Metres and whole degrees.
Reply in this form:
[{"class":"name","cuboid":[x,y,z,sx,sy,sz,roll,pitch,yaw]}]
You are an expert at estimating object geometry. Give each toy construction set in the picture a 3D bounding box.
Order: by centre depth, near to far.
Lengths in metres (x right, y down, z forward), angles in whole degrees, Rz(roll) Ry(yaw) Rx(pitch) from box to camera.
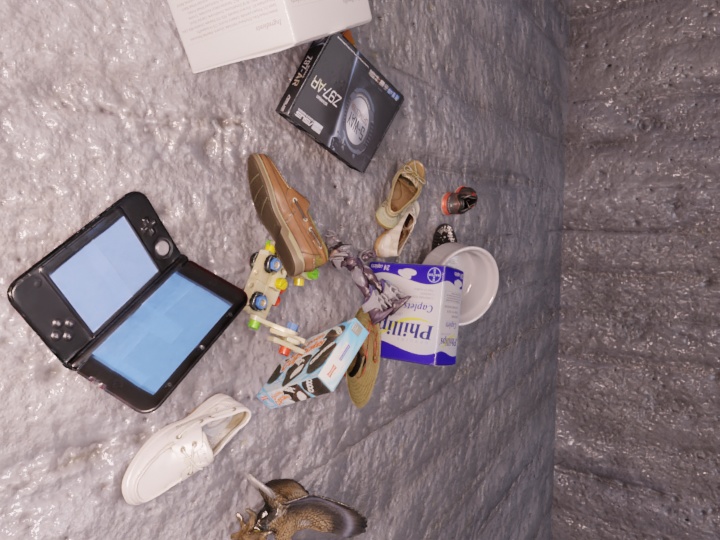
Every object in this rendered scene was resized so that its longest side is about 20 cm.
[{"class":"toy construction set","cuboid":[-0.127,0.033,0.875,0.131,0.091,0.203,40,49,-51]}]

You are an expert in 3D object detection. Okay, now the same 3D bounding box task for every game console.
[{"class":"game console","cuboid":[-0.257,0.028,0.636,0.201,0.117,0.174,-55,136,-40]}]

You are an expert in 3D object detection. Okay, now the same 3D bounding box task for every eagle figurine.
[{"class":"eagle figurine","cuboid":[-0.108,0.404,0.892,0.198,0.152,0.152,-6,136,-40]}]

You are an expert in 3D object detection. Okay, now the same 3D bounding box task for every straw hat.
[{"class":"straw hat","cuboid":[-0.029,0.158,1.036,0.201,0.084,0.205,1,90,-70]}]

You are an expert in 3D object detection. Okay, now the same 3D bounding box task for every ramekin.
[{"class":"ramekin","cuboid":[0.240,0.027,1.362,0.197,0.098,0.204,-8,110,-23]}]

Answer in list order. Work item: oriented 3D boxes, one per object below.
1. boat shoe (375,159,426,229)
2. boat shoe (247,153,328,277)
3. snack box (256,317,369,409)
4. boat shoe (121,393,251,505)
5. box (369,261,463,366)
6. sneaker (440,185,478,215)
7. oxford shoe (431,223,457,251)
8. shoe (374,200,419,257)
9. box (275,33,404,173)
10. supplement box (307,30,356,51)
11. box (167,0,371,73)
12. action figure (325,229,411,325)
[{"class":"boat shoe","cuboid":[0.100,-0.177,1.199,0.073,0.063,0.202,31,59,-7]},{"class":"boat shoe","cuboid":[-0.113,-0.090,0.835,0.067,0.072,0.203,-19,83,-29]},{"class":"snack box","cuboid":[-0.079,0.151,0.859,0.037,0.199,0.117,46,50,-13]},{"class":"boat shoe","cuboid":[-0.230,0.242,0.743,0.200,0.068,0.072,-41,128,-47]},{"class":"box","cuboid":[0.109,0.090,1.153,0.104,0.181,0.204,11,83,-58]},{"class":"sneaker","cuboid":[0.294,-0.189,1.506,0.199,0.081,0.079,-29,117,-52]},{"class":"oxford shoe","cuboid":[0.233,-0.037,1.451,0.085,0.071,0.203,-59,144,-58]},{"class":"shoe","cuboid":[0.098,-0.096,1.235,0.201,0.053,0.071,-56,136,-38]},{"class":"box","cuboid":[-0.030,-0.290,0.944,0.199,0.043,0.162,30,90,-43]},{"class":"supplement box","cuboid":[-0.022,-0.338,1.014,0.069,0.066,0.202,-60,139,-37]},{"class":"box","cuboid":[-0.121,-0.370,0.735,0.199,0.197,0.133,-44,126,-46]},{"class":"action figure","cuboid":[0.000,0.000,1.014,0.201,0.069,0.130,51,31,10]}]
